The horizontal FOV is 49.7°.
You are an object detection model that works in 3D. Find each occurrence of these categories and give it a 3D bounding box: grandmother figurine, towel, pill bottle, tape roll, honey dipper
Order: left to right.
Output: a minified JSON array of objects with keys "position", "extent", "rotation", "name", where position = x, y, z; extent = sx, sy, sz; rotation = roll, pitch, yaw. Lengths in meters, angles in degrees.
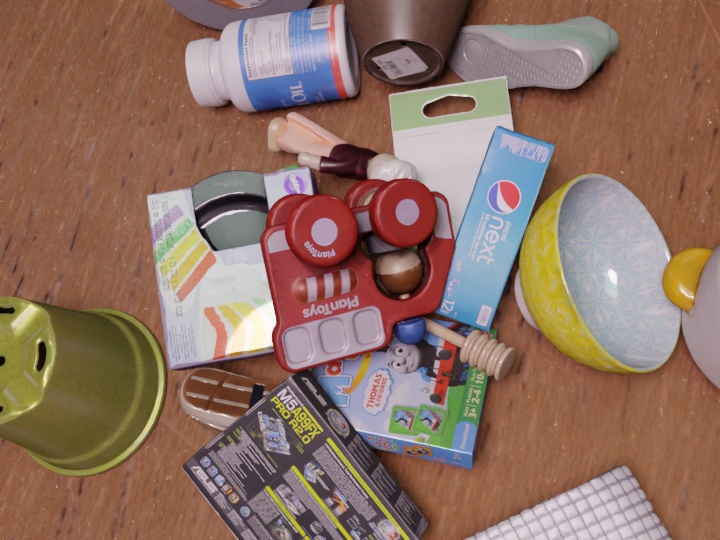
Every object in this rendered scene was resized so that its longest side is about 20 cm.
[{"position":[-0.153,-0.383,0.961],"extent":[0.199,0.200,0.066],"rotation":[-6,70,10],"name":"tape roll"},{"position":[-0.106,-0.256,0.958],"extent":[0.199,0.112,0.113],"rotation":[-6,71,10],"name":"pill bottle"},{"position":[-0.021,-0.130,0.889],"extent":[0.200,0.061,0.121],"rotation":[26,34,35],"name":"grandmother figurine"},{"position":[0.069,0.054,0.823],"extent":[0.199,0.038,0.038],"rotation":[28,79,28],"name":"honey dipper"},{"position":[0.201,0.299,0.732],"extent":[0.199,0.086,0.166],"rotation":[-26,71,0],"name":"towel"}]

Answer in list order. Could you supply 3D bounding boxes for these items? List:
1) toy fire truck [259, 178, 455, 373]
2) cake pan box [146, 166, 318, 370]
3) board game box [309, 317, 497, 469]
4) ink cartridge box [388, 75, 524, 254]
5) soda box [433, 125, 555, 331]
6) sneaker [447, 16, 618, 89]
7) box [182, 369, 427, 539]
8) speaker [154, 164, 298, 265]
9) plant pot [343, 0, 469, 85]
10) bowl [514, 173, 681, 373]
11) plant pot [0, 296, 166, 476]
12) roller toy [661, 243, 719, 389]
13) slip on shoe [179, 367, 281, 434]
[{"position":[0.000,0.000,0.767],"extent":[0.199,0.112,0.169],"rotation":[-13,100,-18],"name":"toy fire truck"},{"position":[-0.125,-0.005,0.835],"extent":[0.183,0.052,0.201],"rotation":[-8,81,0],"name":"cake pan box"},{"position":[0.034,0.115,0.823],"extent":[0.199,0.037,0.152],"rotation":[8,52,15],"name":"board game box"},{"position":[0.111,-0.115,0.901],"extent":[0.145,0.048,0.201],"rotation":[-7,71,9],"name":"ink cartridge box"},{"position":[0.137,-0.044,0.814],"extent":[0.064,0.068,0.201],"rotation":[20,98,5],"name":"soda box"},{"position":[0.205,-0.264,0.932],"extent":[0.200,0.074,0.118],"rotation":[20,40,36],"name":"sneaker"},{"position":[-0.057,0.222,0.773],"extent":[0.160,0.044,0.200],"rotation":[-41,87,17],"name":"box"},{"position":[-0.137,-0.039,0.908],"extent":[0.200,0.088,0.089],"rotation":[-35,69,-1],"name":"speaker"},{"position":[0.053,-0.327,0.907],"extent":[0.186,0.187,0.201],"rotation":[0,72,11],"name":"plant pot"},{"position":[0.223,0.014,0.793],"extent":[0.108,0.199,0.201],"rotation":[-25,62,48],"name":"bowl"},{"position":[-0.341,0.115,0.846],"extent":[0.199,0.184,0.201],"rotation":[-3,71,10],"name":"plant pot"},{"position":[0.410,0.041,0.741],"extent":[0.199,0.140,0.183],"rotation":[-12,66,-4],"name":"roller toy"},{"position":[-0.101,0.164,0.851],"extent":[0.199,0.061,0.076],"rotation":[14,52,-3],"name":"slip on shoe"}]
